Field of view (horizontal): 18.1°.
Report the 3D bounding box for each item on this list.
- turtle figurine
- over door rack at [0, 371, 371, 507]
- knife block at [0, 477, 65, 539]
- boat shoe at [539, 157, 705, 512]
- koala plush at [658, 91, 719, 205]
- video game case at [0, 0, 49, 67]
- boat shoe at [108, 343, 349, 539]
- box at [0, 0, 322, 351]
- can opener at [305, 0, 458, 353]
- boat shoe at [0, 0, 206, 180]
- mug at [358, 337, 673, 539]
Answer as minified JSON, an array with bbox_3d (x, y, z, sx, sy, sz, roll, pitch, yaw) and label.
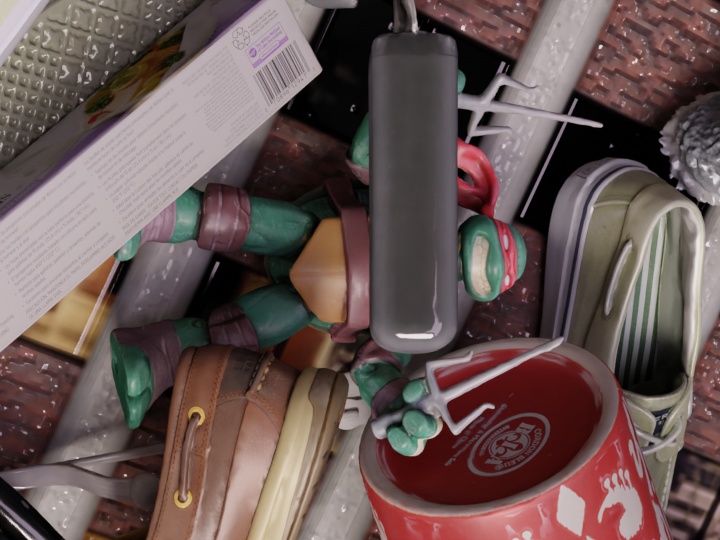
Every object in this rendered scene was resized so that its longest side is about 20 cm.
[{"bbox_3d":[0.000,0.000,0.894,0.199,0.101,0.150,-7,86,-13],"label":"turtle figurine"},{"bbox_3d":[-0.063,0.135,0.924,0.199,0.067,0.148,-14,111,-22],"label":"over door rack"},{"bbox_3d":[-0.185,0.057,0.813,0.175,0.064,0.201,1,105,-8],"label":"knife block"},{"bbox_3d":[0.113,0.052,0.988,0.072,0.062,0.201,-10,110,-23],"label":"boat shoe"},{"bbox_3d":[0.241,-0.042,0.973,0.199,0.177,0.185,8,90,-27],"label":"koala plush"},{"bbox_3d":[-0.184,-0.133,0.745,0.182,0.022,0.200,38,81,-19],"label":"video game case"},{"bbox_3d":[-0.067,0.120,0.847,0.067,0.072,0.201,21,102,1],"label":"boat shoe"},{"bbox_3d":[-0.097,-0.031,0.806,0.200,0.039,0.042,-44,120,-25],"label":"box"},{"bbox_3d":[0.008,-0.069,0.832,0.066,0.053,0.201,-5,87,1],"label":"can opener"},{"bbox_3d":[-0.136,-0.056,0.836,0.200,0.062,0.075,-36,116,-27],"label":"boat shoe"},{"bbox_3d":[0.076,0.150,0.918,0.133,0.178,0.201,-9,124,14],"label":"mug"}]
